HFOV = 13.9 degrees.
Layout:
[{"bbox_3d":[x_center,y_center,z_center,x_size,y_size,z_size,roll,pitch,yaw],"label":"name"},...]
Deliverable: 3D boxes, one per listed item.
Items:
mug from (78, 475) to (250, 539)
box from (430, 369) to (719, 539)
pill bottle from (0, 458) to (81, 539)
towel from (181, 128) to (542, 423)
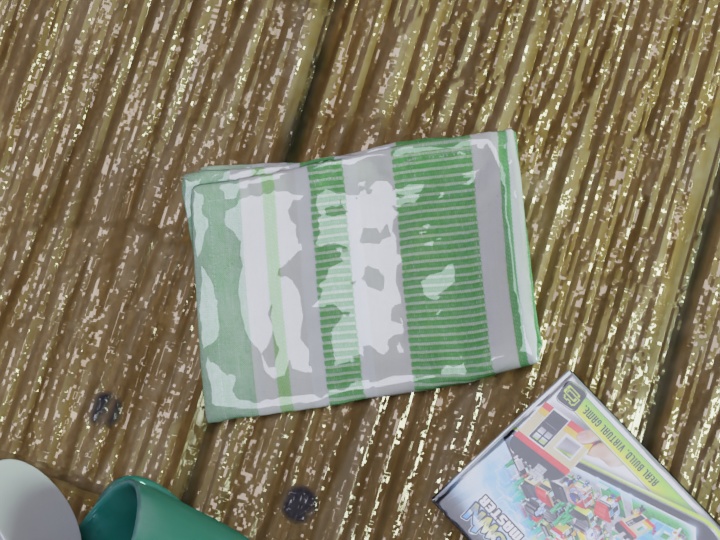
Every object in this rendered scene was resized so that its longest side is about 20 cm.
[{"bbox_3d":[-0.105,0.193,1.620,0.114,0.152,0.185,29,62,-16],"label":"mug"},{"bbox_3d":[0.147,0.165,1.646,0.110,0.035,0.200,-43,74,-1],"label":"box"},{"bbox_3d":[-0.250,0.185,1.647,0.200,0.104,0.104,-36,72,25],"label":"pill bottle"},{"bbox_3d":[0.000,0.000,1.718,0.200,0.023,0.153,-8,77,8],"label":"towel"}]
